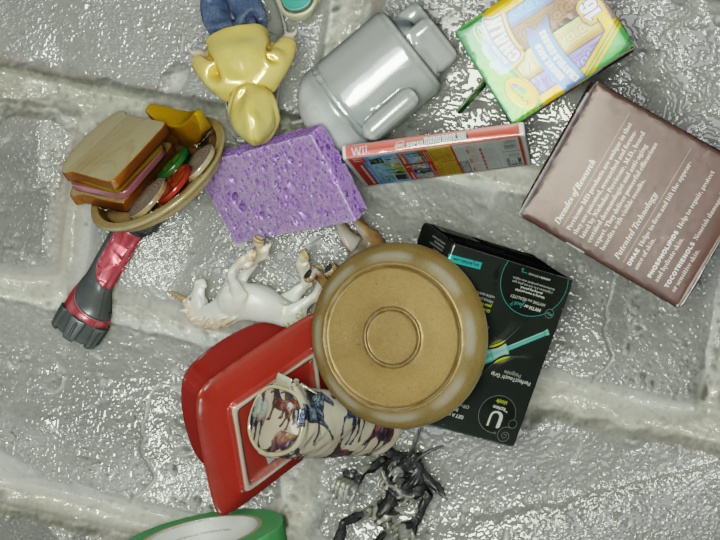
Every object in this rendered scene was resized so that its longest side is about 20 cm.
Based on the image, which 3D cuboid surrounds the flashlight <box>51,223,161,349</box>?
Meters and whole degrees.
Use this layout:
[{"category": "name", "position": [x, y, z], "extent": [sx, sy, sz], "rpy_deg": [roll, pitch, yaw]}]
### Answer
[{"category": "flashlight", "position": [-0.296, -0.005, 1.620], "extent": [0.067, 0.068, 0.201], "rpy_deg": [33, 101, 4]}]

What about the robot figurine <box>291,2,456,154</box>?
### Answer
[{"category": "robot figurine", "position": [0.011, -0.208, 1.514], "extent": [0.200, 0.170, 0.113], "rpy_deg": [-38, 125, 9]}]

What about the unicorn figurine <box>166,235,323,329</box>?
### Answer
[{"category": "unicorn figurine", "position": [-0.125, 0.028, 1.589], "extent": [0.199, 0.074, 0.138], "rpy_deg": [25, 117, -3]}]

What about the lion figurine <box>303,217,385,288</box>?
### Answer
[{"category": "lion figurine", "position": [0.000, 0.000, 1.550], "extent": [0.122, 0.201, 0.072], "rpy_deg": [37, 141, -30]}]

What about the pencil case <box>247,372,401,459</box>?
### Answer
[{"category": "pencil case", "position": [-0.034, 0.166, 1.517], "extent": [0.078, 0.199, 0.090], "rpy_deg": [34, 105, 35]}]

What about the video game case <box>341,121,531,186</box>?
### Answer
[{"category": "video game case", "position": [0.089, -0.129, 1.512], "extent": [0.198, 0.143, 0.018], "rpy_deg": [-7, 80, 9]}]

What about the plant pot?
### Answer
[{"category": "plant pot", "position": [0.036, 0.071, 1.438], "extent": [0.199, 0.027, 0.202], "rpy_deg": [1, 93, 19]}]

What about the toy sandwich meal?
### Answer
[{"category": "toy sandwich meal", "position": [-0.247, -0.127, 1.548], "extent": [0.204, 0.206, 0.070], "rpy_deg": [-29, 124, 11]}]

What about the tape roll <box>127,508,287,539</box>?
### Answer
[{"category": "tape roll", "position": [-0.183, 0.330, 1.574], "extent": [0.199, 0.200, 0.049], "rpy_deg": [-9, 96, 9]}]

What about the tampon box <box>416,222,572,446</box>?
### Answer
[{"category": "tampon box", "position": [0.121, 0.070, 1.518], "extent": [0.149, 0.126, 0.201], "rpy_deg": [16, 99, -15]}]

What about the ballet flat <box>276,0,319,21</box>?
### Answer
[{"category": "ballet flat", "position": [-0.076, -0.385, 1.547], "extent": [0.069, 0.069, 0.202], "rpy_deg": [-3, 90, 9]}]

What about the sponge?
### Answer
[{"category": "sponge", "position": [-0.094, -0.096, 1.534], "extent": [0.199, 0.030, 0.112], "rpy_deg": [-8, 118, 42]}]

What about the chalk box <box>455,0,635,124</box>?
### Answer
[{"category": "chalk box", "position": [0.185, -0.241, 1.494], "extent": [0.199, 0.125, 0.124], "rpy_deg": [-31, 91, 9]}]

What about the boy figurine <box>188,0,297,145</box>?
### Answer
[{"category": "boy figurine", "position": [-0.125, -0.234, 1.490], "extent": [0.123, 0.064, 0.201], "rpy_deg": [-16, 75, 0]}]

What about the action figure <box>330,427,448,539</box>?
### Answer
[{"category": "action figure", "position": [0.024, 0.282, 1.590], "extent": [0.118, 0.102, 0.201], "rpy_deg": [33, 102, 15]}]

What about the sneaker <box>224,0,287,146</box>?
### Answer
[{"category": "sneaker", "position": [-0.124, -0.239, 1.559], "extent": [0.074, 0.082, 0.202], "rpy_deg": [-4, 94, 9]}]

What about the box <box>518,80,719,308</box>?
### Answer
[{"category": "box", "position": [0.298, -0.087, 1.473], "extent": [0.199, 0.166, 0.165], "rpy_deg": [30, 100, 4]}]

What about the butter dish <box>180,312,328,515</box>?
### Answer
[{"category": "butter dish", "position": [-0.139, 0.144, 1.565], "extent": [0.147, 0.200, 0.201], "rpy_deg": [26, 136, 37]}]
